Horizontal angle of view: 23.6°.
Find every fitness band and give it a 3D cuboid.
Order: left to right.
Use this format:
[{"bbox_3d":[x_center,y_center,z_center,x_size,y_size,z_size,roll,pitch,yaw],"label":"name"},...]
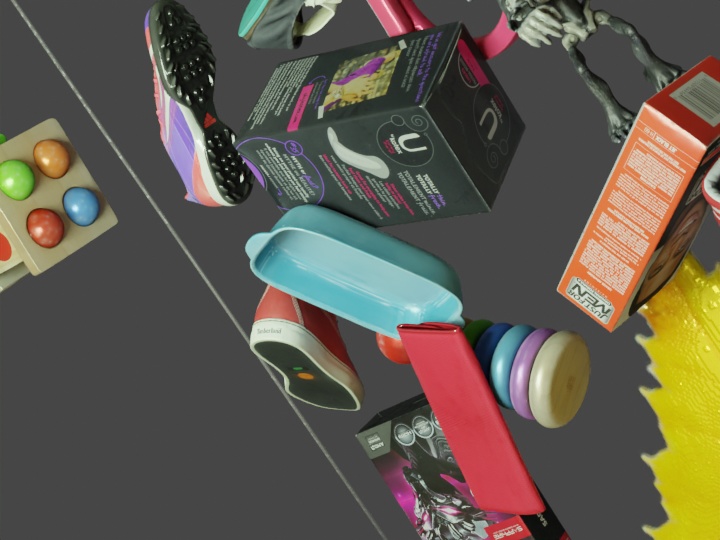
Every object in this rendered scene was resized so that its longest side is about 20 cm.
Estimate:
[{"bbox_3d":[0.059,-0.259,1.385,0.143,0.037,0.200,-25,101,38],"label":"fitness band"}]

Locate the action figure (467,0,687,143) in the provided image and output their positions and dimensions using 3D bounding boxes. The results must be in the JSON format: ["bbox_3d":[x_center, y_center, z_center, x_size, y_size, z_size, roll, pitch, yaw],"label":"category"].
[{"bbox_3d":[0.164,-0.201,1.292,0.200,0.119,0.102,50,176,-5],"label":"action figure"}]

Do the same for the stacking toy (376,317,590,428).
[{"bbox_3d":[0.099,0.077,1.522,0.199,0.085,0.086,13,122,34],"label":"stacking toy"}]

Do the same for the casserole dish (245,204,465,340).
[{"bbox_3d":[0.000,0.000,1.469,0.199,0.039,0.121,24,151,-11],"label":"casserole dish"}]

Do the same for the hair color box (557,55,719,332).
[{"bbox_3d":[0.230,-0.057,1.321,0.061,0.101,0.200,39,138,19],"label":"hair color box"}]

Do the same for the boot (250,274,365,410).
[{"bbox_3d":[-0.036,0.039,1.601,0.072,0.145,0.200,0,153,20],"label":"boot"}]

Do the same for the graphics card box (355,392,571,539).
[{"bbox_3d":[0.098,0.207,1.613,0.125,0.051,0.200,-26,99,41],"label":"graphics card box"}]

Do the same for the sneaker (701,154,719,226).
[{"bbox_3d":[0.343,-0.066,1.226,0.199,0.072,0.112,-17,148,26],"label":"sneaker"}]

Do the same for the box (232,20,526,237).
[{"bbox_3d":[0.016,-0.113,1.428,0.199,0.106,0.122,-6,134,37],"label":"box"}]

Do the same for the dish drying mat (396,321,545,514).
[{"bbox_3d":[0.098,0.130,1.503,0.077,0.018,0.201,1,124,47],"label":"dish drying mat"}]

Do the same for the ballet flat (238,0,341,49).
[{"bbox_3d":[-0.046,-0.238,1.422,0.073,0.073,0.200,47,153,3],"label":"ballet flat"}]

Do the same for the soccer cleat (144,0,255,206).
[{"bbox_3d":[-0.164,-0.150,1.582,0.073,0.068,0.201,-3,116,40],"label":"soccer cleat"}]

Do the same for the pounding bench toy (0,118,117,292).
[{"bbox_3d":[-0.366,-0.089,1.715,0.156,0.124,0.200,-25,100,41],"label":"pounding bench toy"}]
